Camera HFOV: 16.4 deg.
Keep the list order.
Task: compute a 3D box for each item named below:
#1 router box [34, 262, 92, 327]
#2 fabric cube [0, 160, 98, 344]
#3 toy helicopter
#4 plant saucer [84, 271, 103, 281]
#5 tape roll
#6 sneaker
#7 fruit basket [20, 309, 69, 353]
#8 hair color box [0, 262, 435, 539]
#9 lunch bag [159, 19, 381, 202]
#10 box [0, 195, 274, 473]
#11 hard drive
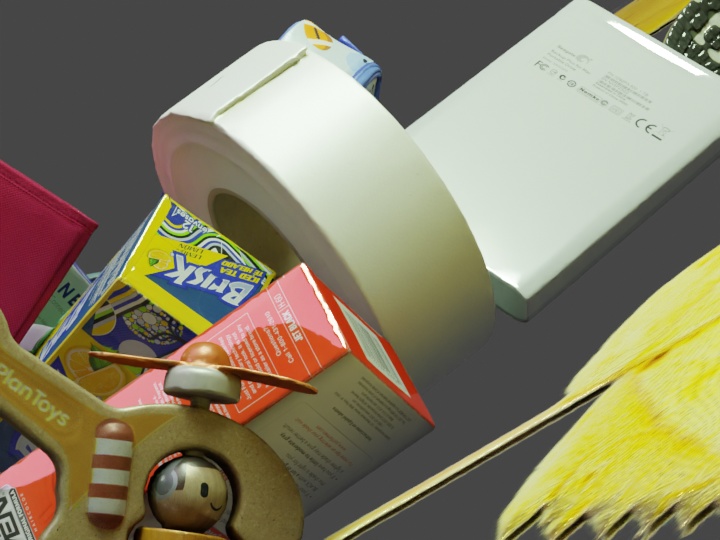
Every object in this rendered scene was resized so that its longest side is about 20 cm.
[{"bbox_3d":[-0.215,0.094,1.599,0.179,0.200,0.049,-40,47,-2],"label":"router box"},{"bbox_3d":[-0.280,0.002,1.357,0.200,0.196,0.200,-57,10,-2],"label":"fabric cube"},{"bbox_3d":[-0.109,0.069,1.091,0.132,0.200,0.079,-55,10,-14],"label":"toy helicopter"},{"bbox_3d":[-0.186,0.079,1.663,0.200,0.200,0.027,-36,47,-5],"label":"plant saucer"},{"bbox_3d":[-0.021,-0.020,1.311,0.071,0.203,0.202,-37,5,-19],"label":"tape roll"},{"bbox_3d":[0.243,-0.143,1.520,0.200,0.077,0.089,-33,-10,-36],"label":"sneaker"},{"bbox_3d":[-0.198,0.128,1.511,0.185,0.094,0.200,-51,-10,-53],"label":"fruit basket"},{"bbox_3d":[-0.075,0.092,1.188,0.200,0.061,0.102,-35,-36,8],"label":"hair color box"},{"bbox_3d":[-0.047,-0.056,1.506,0.160,0.075,0.200,-51,-12,-19],"label":"lunch bag"},{"bbox_3d":[-0.126,0.050,1.281,0.200,0.070,0.064,-45,13,48],"label":"box"},{"bbox_3d":[0.106,-0.065,1.371,0.200,0.132,0.026,-39,-32,-29],"label":"hard drive"}]
